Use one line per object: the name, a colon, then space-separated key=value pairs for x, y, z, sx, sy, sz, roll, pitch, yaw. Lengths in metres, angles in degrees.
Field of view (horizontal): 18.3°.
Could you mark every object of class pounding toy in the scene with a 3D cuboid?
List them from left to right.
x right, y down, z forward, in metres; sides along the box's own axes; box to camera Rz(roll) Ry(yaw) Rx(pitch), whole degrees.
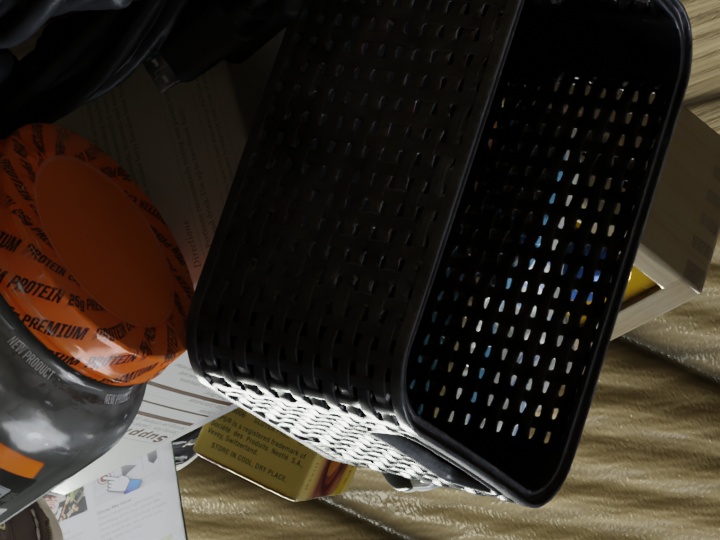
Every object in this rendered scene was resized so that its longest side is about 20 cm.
pounding toy: x=0.054 y=-0.033 z=1.174 sx=0.184 sy=0.200 sz=0.143 roll=-32 pitch=-152 yaw=48

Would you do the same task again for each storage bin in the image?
storage bin: x=0.033 y=-0.030 z=0.810 sx=0.093 sy=0.201 sz=0.135 roll=11 pitch=165 yaw=33

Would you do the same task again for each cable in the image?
cable: x=-0.082 y=-0.094 z=0.728 sx=0.163 sy=0.051 sz=0.200 roll=-16 pitch=175 yaw=-31

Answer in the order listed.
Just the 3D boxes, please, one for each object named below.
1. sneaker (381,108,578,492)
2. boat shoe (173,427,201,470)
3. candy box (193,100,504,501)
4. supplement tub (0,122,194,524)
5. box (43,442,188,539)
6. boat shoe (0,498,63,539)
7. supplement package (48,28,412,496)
sneaker: x=0.073 y=0.015 z=1.092 sx=0.086 sy=0.075 sz=0.201 roll=5 pitch=115 yaw=-35
boat shoe: x=-0.069 y=0.031 z=1.299 sx=0.200 sy=0.074 sz=0.060 roll=-48 pitch=179 yaw=-21
candy box: x=0.000 y=0.000 z=1.001 sx=0.201 sy=0.056 sz=0.117 roll=-65 pitch=169 yaw=0
supplement tub: x=-0.162 y=0.041 z=0.800 sx=0.200 sy=0.123 sz=0.122 roll=-35 pitch=171 yaw=23
box: x=-0.165 y=0.087 z=1.117 sx=0.144 sy=0.036 sz=0.201 roll=-21 pitch=131 yaw=-22
boat shoe: x=-0.214 y=0.071 z=0.980 sx=0.072 sy=0.200 sz=0.060 roll=-49 pitch=161 yaw=1
supplement package: x=-0.096 y=-0.006 z=0.914 sx=0.199 sy=0.122 sz=0.120 roll=-27 pitch=155 yaw=23
